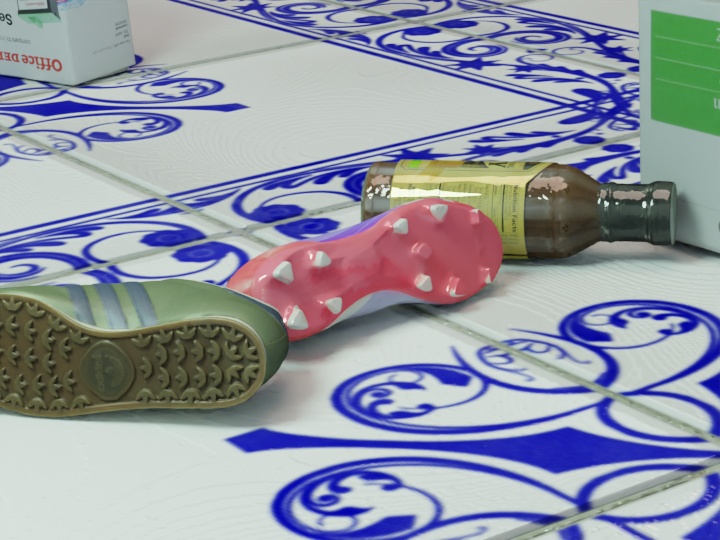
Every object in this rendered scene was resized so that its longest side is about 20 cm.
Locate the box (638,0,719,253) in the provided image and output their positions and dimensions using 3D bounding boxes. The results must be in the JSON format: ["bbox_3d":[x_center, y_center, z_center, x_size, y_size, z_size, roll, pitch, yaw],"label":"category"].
[{"bbox_3d":[0.311,-0.104,1.272,0.200,0.172,0.199,-17,23,-33],"label":"box"}]

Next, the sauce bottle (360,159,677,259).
[{"bbox_3d":[0.103,-0.038,1.286,0.200,0.065,0.065,2,19,13],"label":"sauce bottle"}]

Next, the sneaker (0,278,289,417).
[{"bbox_3d":[-0.133,0.039,1.104,0.200,0.067,0.090,3,12,17],"label":"sneaker"}]

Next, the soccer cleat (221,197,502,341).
[{"bbox_3d":[0.000,0.000,1.196,0.200,0.067,0.076,-17,6,-40],"label":"soccer cleat"}]

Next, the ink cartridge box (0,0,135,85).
[{"bbox_3d":[-0.299,-0.282,1.872,0.145,0.200,0.084,12,27,38],"label":"ink cartridge box"}]
